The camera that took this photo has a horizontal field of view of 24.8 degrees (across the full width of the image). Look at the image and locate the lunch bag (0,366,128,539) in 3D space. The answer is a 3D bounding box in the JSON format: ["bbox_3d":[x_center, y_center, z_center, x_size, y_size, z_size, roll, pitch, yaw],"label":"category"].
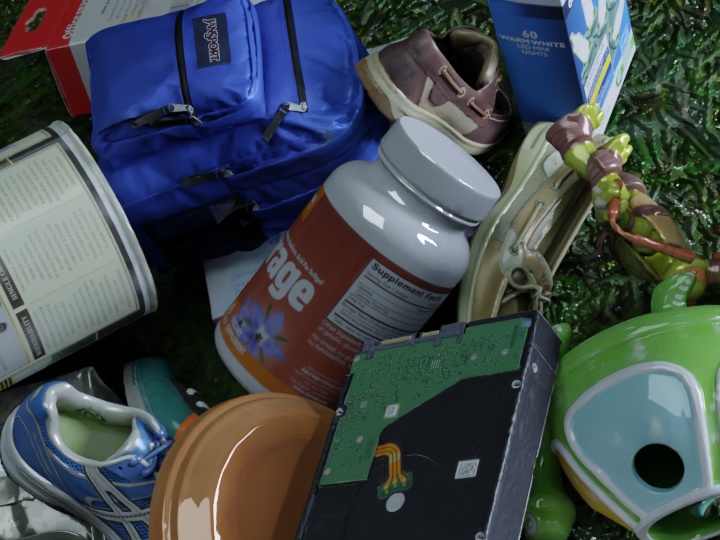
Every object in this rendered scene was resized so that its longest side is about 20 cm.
[{"bbox_3d":[-0.230,0.187,1.093,0.164,0.118,0.200,-15,61,10],"label":"lunch bag"}]

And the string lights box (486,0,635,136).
[{"bbox_3d":[0.141,-0.185,1.159,0.059,0.200,0.103,12,64,23],"label":"string lights box"}]

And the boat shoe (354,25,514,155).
[{"bbox_3d":[0.072,-0.134,1.152,0.072,0.200,0.072,-40,68,21],"label":"boat shoe"}]

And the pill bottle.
[{"bbox_3d":[0.000,0.000,1.096,0.200,0.112,0.112,-52,54,17],"label":"pill bottle"}]

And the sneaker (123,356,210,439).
[{"bbox_3d":[-0.094,0.133,1.115,0.080,0.071,0.200,-28,63,-3],"label":"sneaker"}]

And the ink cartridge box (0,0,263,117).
[{"bbox_3d":[-0.176,-0.188,1.318,0.200,0.067,0.116,-8,35,12],"label":"ink cartridge box"}]

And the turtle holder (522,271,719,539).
[{"bbox_3d":[0.172,0.100,1.009,0.185,0.141,0.132,-16,59,5],"label":"turtle holder"}]

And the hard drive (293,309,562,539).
[{"bbox_3d":[0.036,0.120,0.968,0.140,0.038,0.200,-13,45,34],"label":"hard drive"}]

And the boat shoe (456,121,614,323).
[{"bbox_3d":[0.124,-0.019,1.141,0.063,0.073,0.201,11,55,26],"label":"boat shoe"}]

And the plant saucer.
[{"bbox_3d":[-0.036,0.168,1.006,0.037,0.200,0.200,-31,44,45],"label":"plant saucer"}]

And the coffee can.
[{"bbox_3d":[-0.255,0.009,1.078,0.200,0.146,0.146,-28,54,-16],"label":"coffee can"}]

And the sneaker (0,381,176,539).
[{"bbox_3d":[-0.131,0.137,1.013,0.200,0.077,0.076,28,52,-4],"label":"sneaker"}]

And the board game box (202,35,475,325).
[{"bbox_3d":[-0.027,-0.064,1.229,0.200,0.043,0.199,-17,54,6],"label":"board game box"}]

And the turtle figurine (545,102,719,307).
[{"bbox_3d":[0.189,-0.028,1.073,0.064,0.200,0.161,-48,47,23],"label":"turtle figurine"}]

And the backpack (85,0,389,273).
[{"bbox_3d":[-0.084,-0.107,1.149,0.200,0.168,0.163,-13,64,7],"label":"backpack"}]
